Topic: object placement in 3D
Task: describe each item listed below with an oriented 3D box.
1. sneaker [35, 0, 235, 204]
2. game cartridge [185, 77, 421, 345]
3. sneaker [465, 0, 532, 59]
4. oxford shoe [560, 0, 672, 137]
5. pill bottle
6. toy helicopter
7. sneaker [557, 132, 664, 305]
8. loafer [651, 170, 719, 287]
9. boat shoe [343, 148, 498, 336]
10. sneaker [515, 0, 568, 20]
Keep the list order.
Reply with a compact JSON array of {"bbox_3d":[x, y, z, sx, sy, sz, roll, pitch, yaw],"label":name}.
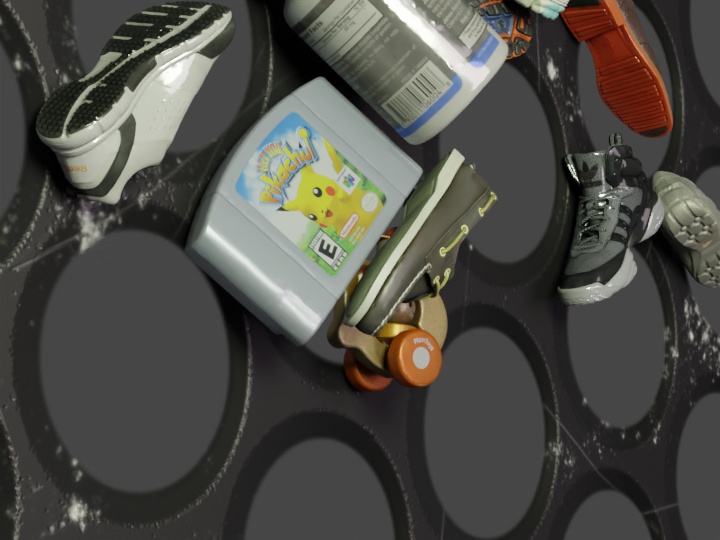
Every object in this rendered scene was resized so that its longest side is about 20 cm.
[{"bbox_3d":[-0.157,-0.126,1.285,0.200,0.073,0.080,-48,136,-35],"label":"sneaker"},{"bbox_3d":[-0.046,-0.055,1.377,0.133,0.040,0.200,39,55,-8],"label":"game cartridge"},{"bbox_3d":[0.053,-0.197,1.528,0.199,0.078,0.076,-4,84,-33],"label":"sneaker"},{"bbox_3d":[0.270,-0.226,1.789,0.201,0.071,0.073,59,42,-27],"label":"oxford shoe"},{"bbox_3d":[0.011,-0.206,1.406,0.200,0.114,0.114,44,51,-9],"label":"pill bottle"},{"bbox_3d":[0.000,0.000,1.447,0.200,0.079,0.133,42,61,-25],"label":"toy helicopter"},{"bbox_3d":[0.228,-0.055,1.721,0.200,0.075,0.114,-50,122,-47],"label":"sneaker"},{"bbox_3d":[0.358,-0.044,1.875,0.200,0.070,0.070,46,16,-54],"label":"loafer"},{"bbox_3d":[0.052,-0.015,1.411,0.060,0.072,0.202,39,51,-8],"label":"boat shoe"},{"bbox_3d":[0.140,-0.311,1.566,0.077,0.086,0.200,14,33,-51],"label":"sneaker"}]
